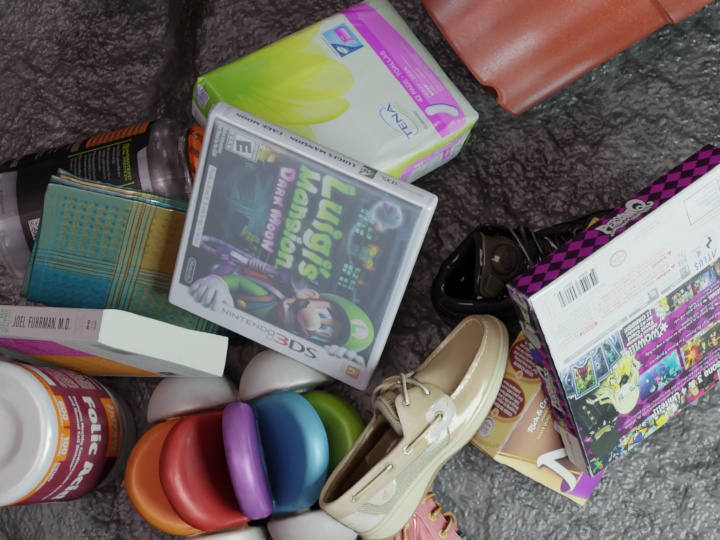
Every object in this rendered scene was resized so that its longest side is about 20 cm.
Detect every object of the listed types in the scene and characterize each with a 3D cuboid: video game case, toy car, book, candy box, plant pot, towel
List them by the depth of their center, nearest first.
[{"bbox_3d":[0.218,0.031,1.104,0.200,0.182,0.036,-34,34,-15],"label":"video game case"},{"bbox_3d":[-0.051,-0.014,1.138,0.181,0.023,0.201,24,130,6],"label":"video game case"},{"bbox_3d":[0.178,0.073,1.155,0.200,0.116,0.056,-58,37,1],"label":"candy box"},{"bbox_3d":[0.157,-0.240,1.174,0.195,0.201,0.201,-36,77,15],"label":"plant pot"},{"bbox_3d":[-0.096,0.156,1.194,0.199,0.150,0.176,-14,80,11],"label":"toy car"},{"bbox_3d":[-0.226,0.057,1.205,0.199,0.133,0.048,1,77,41],"label":"book"},{"bbox_3d":[-0.172,-0.007,1.213,0.199,0.147,0.022,12,43,-16],"label":"towel"}]

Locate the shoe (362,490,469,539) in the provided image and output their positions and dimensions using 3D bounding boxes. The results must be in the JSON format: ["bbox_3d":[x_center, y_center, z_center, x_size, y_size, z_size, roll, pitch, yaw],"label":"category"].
[{"bbox_3d":[0.051,0.205,1.198,0.091,0.071,0.201,4,89,12],"label":"shoe"}]

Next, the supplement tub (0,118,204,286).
[{"bbox_3d":[-0.205,-0.058,1.261,0.199,0.123,0.123,-13,80,11],"label":"supplement tub"}]

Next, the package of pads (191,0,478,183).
[{"bbox_3d":[-0.018,-0.124,1.212,0.200,0.068,0.155,-29,74,-26],"label":"package of pads"}]

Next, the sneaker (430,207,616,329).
[{"bbox_3d":[0.150,-0.005,1.178,0.198,0.114,0.077,-15,80,6],"label":"sneaker"}]

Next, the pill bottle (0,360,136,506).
[{"bbox_3d":[-0.265,0.135,1.210,0.114,0.200,0.115,-1,83,13],"label":"pill bottle"}]

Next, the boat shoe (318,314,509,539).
[{"bbox_3d":[0.042,0.113,1.132,0.065,0.072,0.200,36,87,-28],"label":"boat shoe"}]
